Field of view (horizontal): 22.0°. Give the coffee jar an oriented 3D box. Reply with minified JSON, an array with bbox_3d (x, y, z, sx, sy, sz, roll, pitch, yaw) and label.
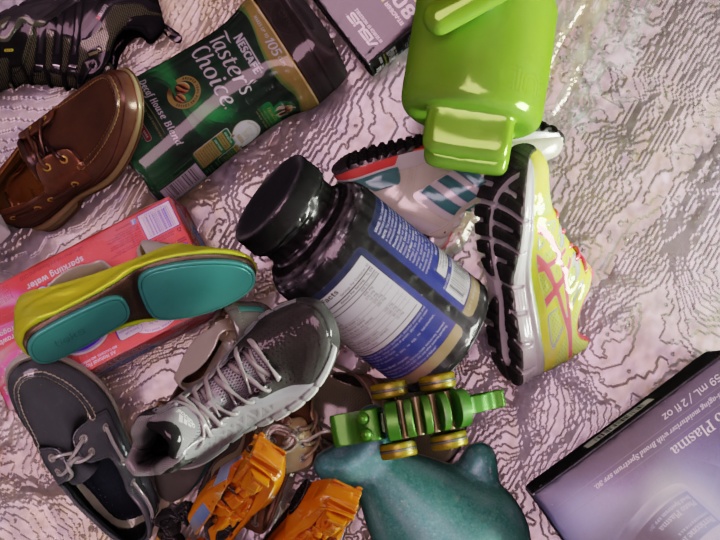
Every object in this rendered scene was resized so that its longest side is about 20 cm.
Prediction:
[{"bbox_3d":[-0.114,-0.151,1.563,0.199,0.085,0.105,-34,66,0],"label":"coffee jar"}]

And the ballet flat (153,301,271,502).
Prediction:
[{"bbox_3d":[-0.138,0.106,1.532,0.067,0.063,0.201,49,117,38],"label":"ballet flat"}]

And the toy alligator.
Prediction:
[{"bbox_3d":[0.020,0.119,1.457,0.198,0.054,0.060,-10,87,-5],"label":"toy alligator"}]

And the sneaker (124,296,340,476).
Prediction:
[{"bbox_3d":[-0.105,0.102,1.420,0.200,0.115,0.075,-42,83,24],"label":"sneaker"}]

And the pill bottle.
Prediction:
[{"bbox_3d":[0.000,0.000,1.506,0.199,0.112,0.112,39,89,-19],"label":"pill bottle"}]

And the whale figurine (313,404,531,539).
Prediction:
[{"bbox_3d":[0.054,0.203,1.506,0.159,0.104,0.200,-43,104,-2],"label":"whale figurine"}]

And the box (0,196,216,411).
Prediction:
[{"bbox_3d":[-0.218,0.031,1.556,0.199,0.095,0.103,-28,85,1],"label":"box"}]

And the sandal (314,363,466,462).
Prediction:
[{"bbox_3d":[-0.009,0.117,1.557,0.199,0.057,0.081,19,87,4],"label":"sandal"}]

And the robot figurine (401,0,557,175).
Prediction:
[{"bbox_3d":[0.097,-0.181,1.480,0.114,0.176,0.202,8,80,6],"label":"robot figurine"}]

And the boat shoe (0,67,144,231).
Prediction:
[{"bbox_3d":[-0.246,-0.094,1.526,0.200,0.067,0.073,-41,64,40],"label":"boat shoe"}]

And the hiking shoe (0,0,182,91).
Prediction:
[{"bbox_3d":[-0.254,-0.183,1.582,0.199,0.076,0.101,-32,82,0],"label":"hiking shoe"}]

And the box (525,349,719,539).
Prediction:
[{"bbox_3d":[0.271,0.201,1.505,0.199,0.123,0.199,-36,86,0],"label":"box"}]

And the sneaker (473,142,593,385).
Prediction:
[{"bbox_3d":[0.150,-0.011,1.537,0.089,0.078,0.202,-12,112,-21],"label":"sneaker"}]

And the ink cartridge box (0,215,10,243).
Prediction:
[{"bbox_3d":[-0.361,-0.068,1.514,0.068,0.115,0.201,-42,53,9],"label":"ink cartridge box"}]

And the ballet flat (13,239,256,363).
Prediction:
[{"bbox_3d":[-0.183,0.011,1.475,0.198,0.067,0.067,-20,45,-8],"label":"ballet flat"}]

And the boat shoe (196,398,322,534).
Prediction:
[{"bbox_3d":[-0.065,0.133,1.525,0.073,0.076,0.201,32,121,9],"label":"boat shoe"}]

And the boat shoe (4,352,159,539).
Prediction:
[{"bbox_3d":[-0.222,0.148,1.511,0.072,0.062,0.201,-26,125,5],"label":"boat shoe"}]

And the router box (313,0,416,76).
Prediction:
[{"bbox_3d":[0.007,-0.291,1.582,0.149,0.062,0.201,-38,85,1],"label":"router box"}]

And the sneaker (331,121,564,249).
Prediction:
[{"bbox_3d":[0.079,-0.070,1.570,0.197,0.070,0.094,-12,105,-1],"label":"sneaker"}]

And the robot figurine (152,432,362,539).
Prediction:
[{"bbox_3d":[-0.089,0.218,1.500,0.144,0.058,0.200,29,131,-10],"label":"robot figurine"}]
